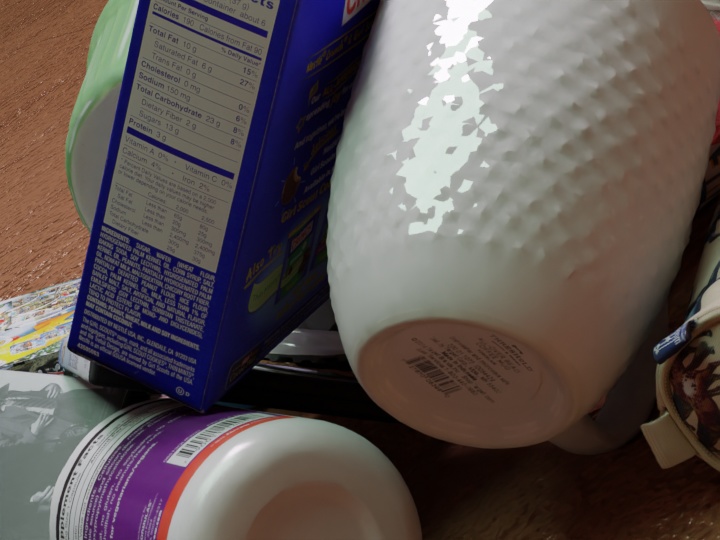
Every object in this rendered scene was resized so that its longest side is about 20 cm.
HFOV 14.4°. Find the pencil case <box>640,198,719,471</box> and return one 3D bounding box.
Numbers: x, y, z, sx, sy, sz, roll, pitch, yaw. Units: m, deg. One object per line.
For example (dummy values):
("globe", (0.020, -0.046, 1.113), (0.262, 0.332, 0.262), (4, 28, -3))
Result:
("pencil case", (0.169, 0.000, 1.134), (0.089, 0.078, 0.200), (-13, 26, 25))

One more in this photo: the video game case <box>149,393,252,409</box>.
("video game case", (-0.146, 0.074, 1.552), (0.143, 0.018, 0.200), (-19, 12, -20))

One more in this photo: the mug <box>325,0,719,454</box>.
("mug", (0.072, -0.010, 1.146), (0.147, 0.200, 0.176), (-8, 48, 31))

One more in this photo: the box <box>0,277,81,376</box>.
("box", (-0.180, 0.047, 1.587), (0.136, 0.038, 0.200), (-16, 11, 0))

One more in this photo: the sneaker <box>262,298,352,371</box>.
("sneaker", (-0.034, 0.006, 1.360), (0.199, 0.080, 0.074), (10, -1, 30))

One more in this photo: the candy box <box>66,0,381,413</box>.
("candy box", (-0.042, -0.067, 1.216), (0.169, 0.077, 0.201), (-42, -28, -59))

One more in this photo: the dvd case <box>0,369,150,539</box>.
("dvd case", (-0.211, 0.118, 1.420), (0.199, 0.025, 0.151), (3, 64, 34))

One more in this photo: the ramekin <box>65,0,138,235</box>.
("ramekin", (-0.067, -0.071, 1.570), (0.200, 0.200, 0.098), (-25, 27, 29))

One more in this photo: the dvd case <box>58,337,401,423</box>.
("dvd case", (-0.064, 0.050, 1.325), (0.200, 0.142, 0.018), (180, 97, -80))

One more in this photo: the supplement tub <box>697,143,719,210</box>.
("supplement tub", (0.115, -0.085, 1.340), (0.200, 0.145, 0.145), (-40, 18, -11))

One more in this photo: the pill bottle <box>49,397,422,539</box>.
("pill bottle", (-0.063, 0.113, 1.216), (0.112, 0.113, 0.200), (-42, 18, -19))

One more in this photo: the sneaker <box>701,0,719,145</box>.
("sneaker", (0.125, -0.090, 1.231), (0.199, 0.087, 0.074), (2, -10, -5))
